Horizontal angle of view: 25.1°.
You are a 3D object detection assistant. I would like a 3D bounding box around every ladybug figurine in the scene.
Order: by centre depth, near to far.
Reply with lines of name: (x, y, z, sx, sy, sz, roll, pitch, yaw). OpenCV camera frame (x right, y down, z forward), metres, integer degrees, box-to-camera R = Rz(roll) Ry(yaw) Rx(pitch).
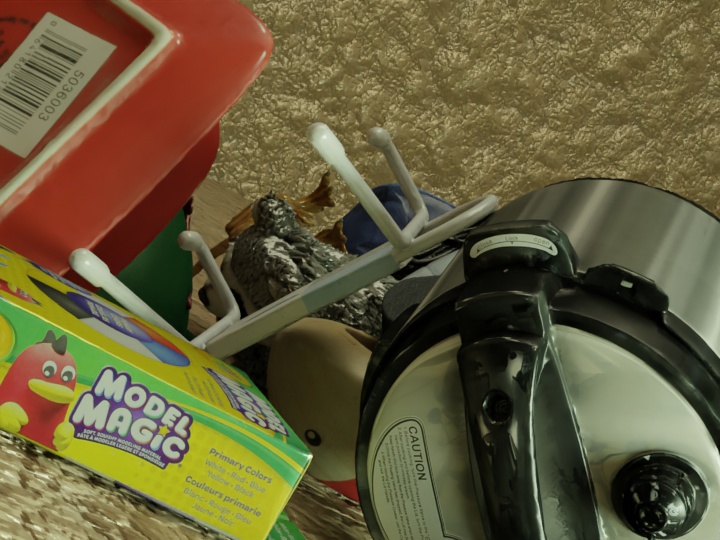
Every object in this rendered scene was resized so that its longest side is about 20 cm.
ladybug figurine: (0.023, 0.089, 0.864, 0.199, 0.072, 0.135, 28, 5, -41)

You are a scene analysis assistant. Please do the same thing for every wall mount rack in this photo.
wall mount rack: (-0.040, -0.011, 0.743, 0.075, 0.199, 0.174, 62, 11, -2)

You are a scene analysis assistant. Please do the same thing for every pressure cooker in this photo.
pressure cooker: (0.091, 0.065, 0.690, 0.175, 0.179, 0.200, 37, 29, 1)

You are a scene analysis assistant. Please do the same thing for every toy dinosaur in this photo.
toy dinosaur: (-0.068, -0.028, 1.088, 0.105, 0.061, 0.200, -10, -1, -11)

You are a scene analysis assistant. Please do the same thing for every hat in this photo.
hat: (-0.123, -0.065, 0.953, 0.165, 0.177, 0.200, 30, 2, -38)

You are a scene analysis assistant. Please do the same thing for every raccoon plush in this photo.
raccoon plush: (0.000, 0.000, 0.948, 0.097, 0.198, 0.135, 54, -26, 26)

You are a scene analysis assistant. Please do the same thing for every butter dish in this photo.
butter dish: (-0.157, -0.061, 0.795, 0.199, 0.200, 0.148, 36, -18, 27)

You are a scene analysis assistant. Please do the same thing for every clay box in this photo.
clay box: (-0.102, 0.043, 0.635, 0.199, 0.048, 0.115, 29, 3, -23)

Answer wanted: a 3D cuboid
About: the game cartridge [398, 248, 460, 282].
game cartridge: (0.121, 0.026, 1.078, 0.198, 0.042, 0.134, -18, 47, -20)

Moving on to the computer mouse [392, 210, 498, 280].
computer mouse: (0.102, 0.016, 1.149, 0.139, 0.046, 0.200, -15, 42, -25)

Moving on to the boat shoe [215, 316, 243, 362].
boat shoe: (-0.058, 0.030, 1.093, 0.071, 0.076, 0.200, 26, 1, -12)

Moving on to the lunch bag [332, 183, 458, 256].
lunch bag: (0.061, 0.041, 1.279, 0.198, 0.134, 0.136, 23, -29, -13)

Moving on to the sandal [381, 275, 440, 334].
sandal: (0.090, 0.059, 0.857, 0.199, 0.043, 0.076, 26, 36, 29)
